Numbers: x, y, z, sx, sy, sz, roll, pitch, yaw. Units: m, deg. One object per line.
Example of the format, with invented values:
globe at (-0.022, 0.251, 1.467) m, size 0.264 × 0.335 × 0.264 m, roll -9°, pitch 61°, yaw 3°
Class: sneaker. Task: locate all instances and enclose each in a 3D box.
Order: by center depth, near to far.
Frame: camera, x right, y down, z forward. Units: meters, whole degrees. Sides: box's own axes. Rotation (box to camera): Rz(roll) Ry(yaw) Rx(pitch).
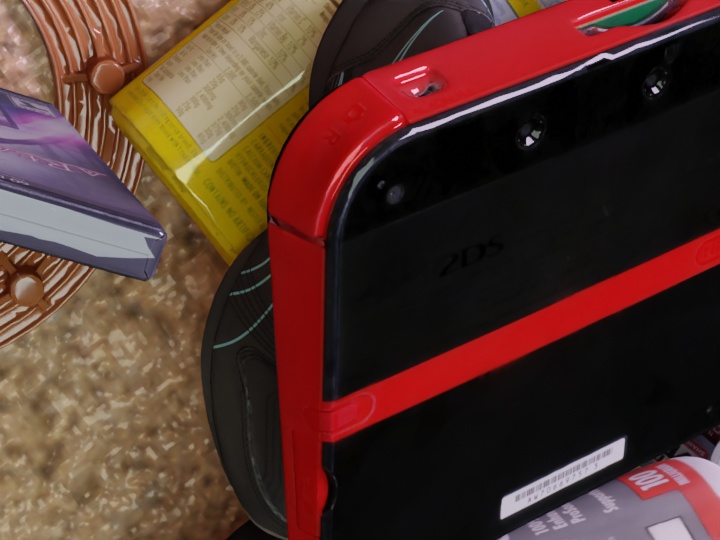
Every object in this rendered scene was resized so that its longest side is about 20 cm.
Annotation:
sneaker at (0.000, 0.000, 0.700) m, size 0.075 × 0.079 × 0.201 m, roll 9°, pitch 105°, yaw -20°

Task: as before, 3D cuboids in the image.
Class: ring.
ring at (-0.170, -0.055, 0.759) m, size 0.200 × 0.019 × 0.201 m, roll -5°, pitch 107°, yaw -16°

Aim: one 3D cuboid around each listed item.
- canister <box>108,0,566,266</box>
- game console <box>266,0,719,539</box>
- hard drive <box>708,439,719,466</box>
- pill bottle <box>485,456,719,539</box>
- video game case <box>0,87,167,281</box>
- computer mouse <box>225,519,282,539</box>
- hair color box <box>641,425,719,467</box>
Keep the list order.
canister at (0.028, -0.068, 0.776) m, size 0.200 × 0.087 × 0.149 m, roll -40°, pitch 115°, yaw -4°
game console at (0.059, 0.002, 0.672) m, size 0.199 × 0.031 × 0.177 m, roll -22°, pitch 131°, yaw -29°
hard drive at (0.211, 0.057, 0.843) m, size 0.132 × 0.027 × 0.200 m, roll -51°, pitch 147°, yaw 1°
pill bottle at (0.042, 0.143, 0.724) m, size 0.199 × 0.116 × 0.116 m, roll -16°, pitch 109°, yaw -12°
video game case at (-0.145, -0.046, 0.651) m, size 0.142 × 0.200 × 0.019 m, roll 16°, pitch 98°, yaw -20°
computer mouse at (-0.020, 0.175, 0.792) m, size 0.138 × 0.053 × 0.201 m, roll 0°, pitch 68°, yaw 4°
hair color box at (0.162, -0.014, 0.794) m, size 0.099 × 0.061 × 0.201 m, roll -21°, pitch 136°, yaw -37°
